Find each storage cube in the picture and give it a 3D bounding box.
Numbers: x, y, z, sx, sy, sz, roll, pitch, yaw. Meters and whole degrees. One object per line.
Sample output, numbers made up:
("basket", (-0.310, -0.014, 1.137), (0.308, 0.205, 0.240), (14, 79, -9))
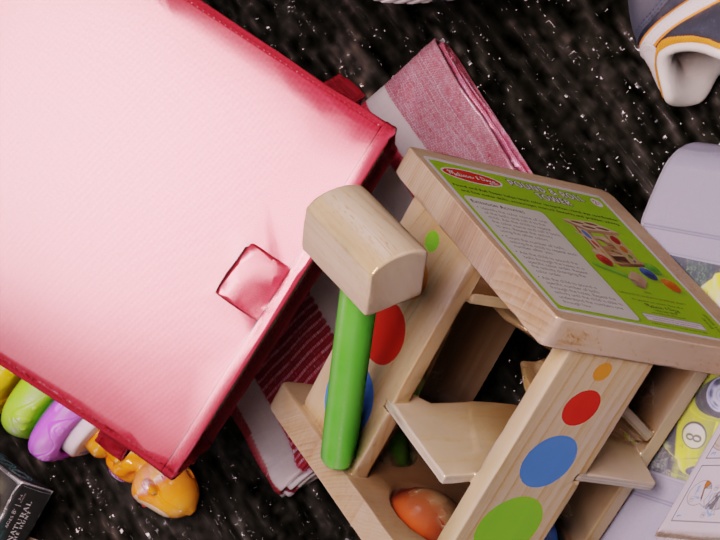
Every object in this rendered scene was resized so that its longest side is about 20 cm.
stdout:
("storage cube", (-0.104, -0.032, 0.929), (0.179, 0.171, 0.200), (34, 91, 1))

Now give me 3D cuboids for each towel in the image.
("towel", (0.000, 0.000, 1.021), (0.200, 0.023, 0.144), (-39, 66, 16))

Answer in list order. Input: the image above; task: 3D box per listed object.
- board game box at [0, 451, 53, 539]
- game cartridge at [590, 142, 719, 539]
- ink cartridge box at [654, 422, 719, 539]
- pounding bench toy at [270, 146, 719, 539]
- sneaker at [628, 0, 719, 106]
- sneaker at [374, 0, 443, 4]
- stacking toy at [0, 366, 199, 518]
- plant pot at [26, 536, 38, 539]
("board game box", (-0.262, 0.128, 1.106), (0.200, 0.028, 0.136), (30, 92, 38))
("game cartridge", (0.162, 0.047, 0.894), (0.133, 0.041, 0.201), (12, 92, 55))
("ink cartridge box", (0.233, 0.079, 0.788), (0.084, 0.176, 0.200), (-8, 41, 55))
("pounding bench toy", (0.032, 0.049, 0.868), (0.124, 0.199, 0.156), (52, 121, 42))
("sneaker", (0.205, -0.129, 0.897), (0.200, 0.078, 0.080), (-20, 74, 45))
("sneaker", (0.053, -0.200, 0.947), (0.198, 0.080, 0.130), (-9, 74, -15))
("stacking toy", (-0.154, 0.054, 1.058), (0.110, 0.116, 0.200), (-45, 78, 7))
("plant pot", (-0.193, 0.237, 1.076), (0.199, 0.027, 0.201), (-5, 80, 26))
